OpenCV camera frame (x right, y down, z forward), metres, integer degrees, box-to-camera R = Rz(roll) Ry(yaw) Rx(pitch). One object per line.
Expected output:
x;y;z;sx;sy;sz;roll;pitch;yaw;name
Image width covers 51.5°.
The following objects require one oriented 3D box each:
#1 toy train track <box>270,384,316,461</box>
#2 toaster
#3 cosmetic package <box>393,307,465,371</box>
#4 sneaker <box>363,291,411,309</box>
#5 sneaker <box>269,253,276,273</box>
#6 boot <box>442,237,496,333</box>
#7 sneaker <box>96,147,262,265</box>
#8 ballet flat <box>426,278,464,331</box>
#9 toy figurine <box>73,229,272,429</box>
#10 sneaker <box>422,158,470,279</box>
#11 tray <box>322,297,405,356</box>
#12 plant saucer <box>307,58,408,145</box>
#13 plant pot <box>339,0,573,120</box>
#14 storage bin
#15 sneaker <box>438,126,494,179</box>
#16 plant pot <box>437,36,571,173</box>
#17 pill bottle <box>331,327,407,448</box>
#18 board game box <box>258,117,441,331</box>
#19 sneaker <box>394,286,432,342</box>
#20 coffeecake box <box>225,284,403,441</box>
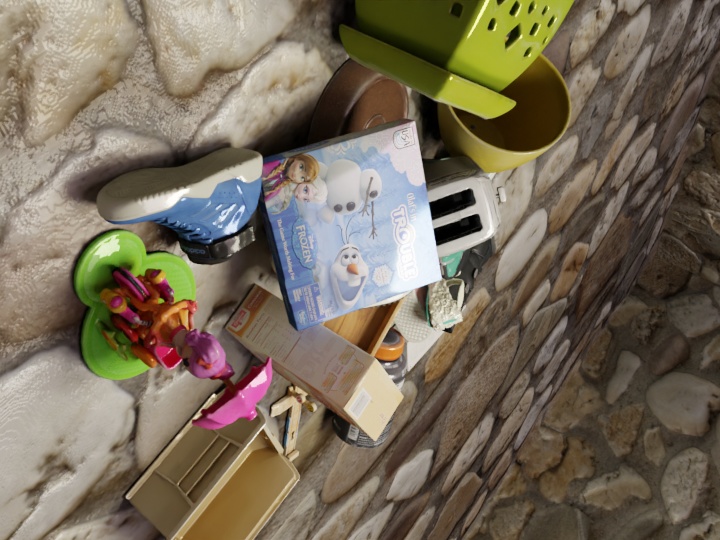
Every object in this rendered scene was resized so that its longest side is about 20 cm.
-0.097;0.236;1.188;0.114;0.032;0.202;-30;140;-46;toy train track
0.100;-0.082;1.036;0.197;0.129;0.115;-18;105;-2;toaster
0.130;0.093;1.431;0.200;0.050;0.083;-43;143;-33;cosmetic package
0.000;0.000;1.039;0.197;0.070;0.091;-15;125;-20;sneaker
-0.005;-0.022;0.961;0.198;0.079;0.130;-39;115;-10;sneaker
0.173;-0.009;1.356;0.201;0.065;0.166;-55;138;-22;boot
-0.171;-0.048;0.743;0.199;0.076;0.113;-33;133;-53;sneaker
0.141;0.018;1.247;0.072;0.070;0.202;87;3;-47;ballet flat
-0.171;0.072;0.740;0.150;0.183;0.201;-47;149;-25;toy figurine
0.123;-0.086;1.178;0.074;0.087;0.203;-28;127;-36;sneaker
0.015;0.032;1.125;0.202;0.098;0.037;-61;-168;0;tray
0.006;-0.184;0.976;0.200;0.034;0.202;-40;145;-36;plant saucer
0.103;-0.294;0.858;0.199;0.198;0.184;-2;119;-55;plant pot
-0.187;0.289;1.014;0.199;0.093;0.201;-49;150;-22;storage bin
0.181;-0.187;1.229;0.130;0.079;0.202;3;112;-62;sneaker
0.195;-0.227;1.128;0.200;0.200;0.142;-47;174;-26;plant pot
0.019;0.194;1.272;0.106;0.105;0.203;-23;134;-50;pill bottle
-0.012;-0.055;0.882;0.197;0.043;0.203;-19;111;-18;board game box
0.062;0.015;1.231;0.105;0.074;0.202;-91;159;-56;sneaker
-0.057;0.120;0.965;0.073;0.199;0.154;-54;152;-13;coffeecake box
